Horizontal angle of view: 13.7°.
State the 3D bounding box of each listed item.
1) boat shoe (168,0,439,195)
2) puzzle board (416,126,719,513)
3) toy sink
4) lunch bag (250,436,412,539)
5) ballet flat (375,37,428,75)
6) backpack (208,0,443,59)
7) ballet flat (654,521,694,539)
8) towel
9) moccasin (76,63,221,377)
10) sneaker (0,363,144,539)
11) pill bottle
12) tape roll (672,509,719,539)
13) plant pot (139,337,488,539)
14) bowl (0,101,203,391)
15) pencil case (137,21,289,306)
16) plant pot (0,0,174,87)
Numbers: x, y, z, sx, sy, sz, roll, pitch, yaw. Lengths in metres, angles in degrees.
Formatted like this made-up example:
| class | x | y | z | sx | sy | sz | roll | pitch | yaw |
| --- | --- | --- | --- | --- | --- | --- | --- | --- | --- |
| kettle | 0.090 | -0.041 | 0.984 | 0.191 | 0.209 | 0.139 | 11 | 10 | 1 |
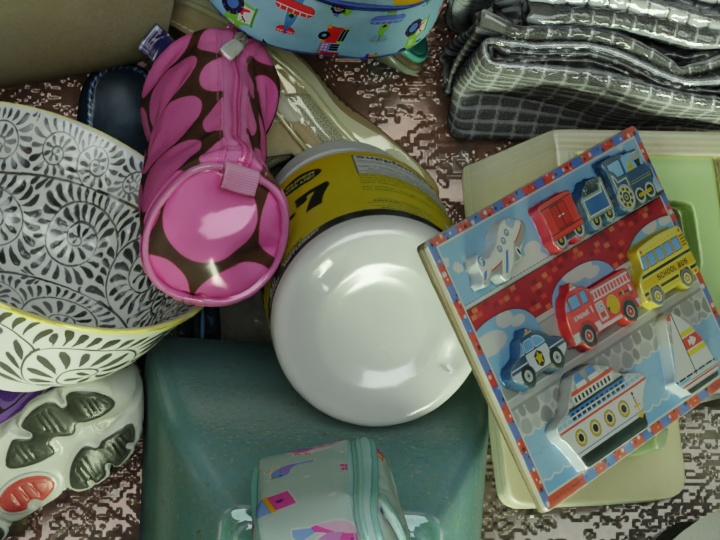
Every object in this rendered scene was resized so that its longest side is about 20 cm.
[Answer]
| class | x | y | z | sx | sy | sz | roll | pitch | yaw |
| --- | --- | --- | --- | --- | --- | --- | --- | --- | --- |
| boat shoe | -0.048 | -0.085 | 1.752 | 0.200 | 0.072 | 0.065 | 40 | 80 | -4 |
| puzzle board | 0.123 | 0.021 | 1.587 | 0.200 | 0.017 | 0.151 | -29 | 95 | -46 |
| toy sink | 0.148 | 0.028 | 1.705 | 0.130 | 0.112 | 0.201 | 0 | 79 | -30 |
| lunch bag | 0.001 | 0.191 | 1.445 | 0.077 | 0.160 | 0.201 | -14 | 101 | 0 |
| ballet flat | -0.036 | -0.191 | 1.776 | 0.064 | 0.067 | 0.200 | -31 | 99 | 27 |
| backpack | -0.012 | -0.226 | 1.666 | 0.182 | 0.134 | 0.201 | 5 | 68 | -29 |
| ballet flat | 0.173 | 0.241 | 1.715 | 0.068 | 0.068 | 0.201 | 24 | 80 | -16 |
| towel | 0.145 | -0.120 | 1.725 | 0.199 | 0.166 | 0.086 | 5 | 84 | -4 |
| moccasin | -0.114 | -0.028 | 1.737 | 0.080 | 0.068 | 0.201 | -17 | 82 | -7 |
| sneaker | -0.210 | 0.105 | 1.708 | 0.199 | 0.084 | 0.081 | -24 | 117 | 9 |
| pill bottle | 0.000 | 0.000 | 1.637 | 0.114 | 0.200 | 0.115 | -2 | 107 | -6 |
| tape roll | 0.209 | 0.228 | 1.672 | 0.202 | 0.037 | 0.204 | -16 | 114 | -38 |
| plant pot | -0.023 | 0.156 | 1.620 | 0.195 | 0.200 | 0.197 | 3 | 101 | -5 |
| bowl | -0.184 | 0.003 | 1.637 | 0.200 | 0.201 | 0.094 | 25 | 121 | 0 |
| pencil case | -0.079 | -0.063 | 1.617 | 0.091 | 0.200 | 0.094 | 29 | 112 | -19 |
| plant pot | -0.209 | -0.180 | 1.711 | 0.199 | 0.187 | 0.188 | 5 | 80 | -15 |
